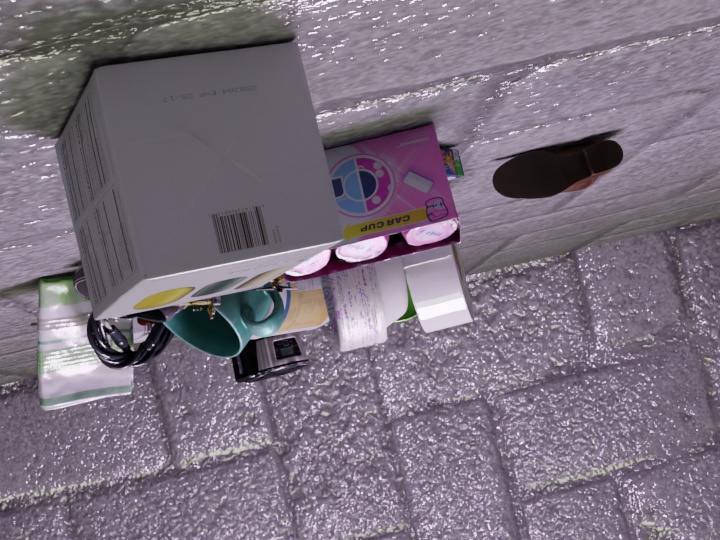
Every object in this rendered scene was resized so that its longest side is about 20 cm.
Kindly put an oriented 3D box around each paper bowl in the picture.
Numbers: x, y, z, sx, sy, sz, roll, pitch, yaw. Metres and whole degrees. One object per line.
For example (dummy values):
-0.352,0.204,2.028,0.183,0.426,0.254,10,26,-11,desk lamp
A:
0.000,0.000,1.635,0.104,0.202,0.201,-12,175,-4,paper bowl

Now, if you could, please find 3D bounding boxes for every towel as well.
-0.396,0.100,1.784,0.149,0.201,0.031,-11,-154,-35,towel

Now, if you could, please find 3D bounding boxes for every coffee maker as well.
-0.172,0.087,2.127,0.134,0.201,0.192,-12,175,-8,coffee maker

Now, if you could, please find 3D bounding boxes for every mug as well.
-0.187,0.037,1.704,0.115,0.185,0.152,-57,176,-31,mug

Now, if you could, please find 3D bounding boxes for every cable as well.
-0.310,0.063,1.794,0.051,0.164,0.200,16,-168,32,cable

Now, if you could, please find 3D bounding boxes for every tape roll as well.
0.100,-0.018,1.707,0.070,0.203,0.202,-13,175,8,tape roll

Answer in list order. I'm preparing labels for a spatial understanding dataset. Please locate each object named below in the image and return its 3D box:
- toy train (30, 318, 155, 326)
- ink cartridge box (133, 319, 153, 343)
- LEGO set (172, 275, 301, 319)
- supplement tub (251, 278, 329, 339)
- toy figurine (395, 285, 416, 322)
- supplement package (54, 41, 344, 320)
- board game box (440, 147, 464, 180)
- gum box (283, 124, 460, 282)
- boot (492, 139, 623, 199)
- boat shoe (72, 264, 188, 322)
-0.407,0.051,1.871,0.199,0.085,0.116,-12,-172,-19,toy train
-0.403,0.082,2.119,0.200,0.084,0.145,-7,172,-46,ink cartridge box
-0.168,0.001,1.515,0.199,0.116,0.154,-1,177,-6,LEGO set
-0.119,0.026,1.913,0.144,0.145,0.200,-17,173,36,supplement tub
0.052,-0.033,1.945,0.150,0.200,0.184,30,-174,-13,toy figurine
-0.129,-0.061,0.929,0.151,0.151,0.200,-12,175,-23,supplement package
0.005,-0.103,1.457,0.199,0.035,0.135,-15,174,28,board game box
-0.003,-0.069,1.301,0.199,0.114,0.066,-13,156,2,gum box
0.265,-0.132,1.730,0.186,0.065,0.200,-11,179,-2,boot
-0.314,0.031,1.631,0.199,0.073,0.063,5,-133,30,boat shoe
